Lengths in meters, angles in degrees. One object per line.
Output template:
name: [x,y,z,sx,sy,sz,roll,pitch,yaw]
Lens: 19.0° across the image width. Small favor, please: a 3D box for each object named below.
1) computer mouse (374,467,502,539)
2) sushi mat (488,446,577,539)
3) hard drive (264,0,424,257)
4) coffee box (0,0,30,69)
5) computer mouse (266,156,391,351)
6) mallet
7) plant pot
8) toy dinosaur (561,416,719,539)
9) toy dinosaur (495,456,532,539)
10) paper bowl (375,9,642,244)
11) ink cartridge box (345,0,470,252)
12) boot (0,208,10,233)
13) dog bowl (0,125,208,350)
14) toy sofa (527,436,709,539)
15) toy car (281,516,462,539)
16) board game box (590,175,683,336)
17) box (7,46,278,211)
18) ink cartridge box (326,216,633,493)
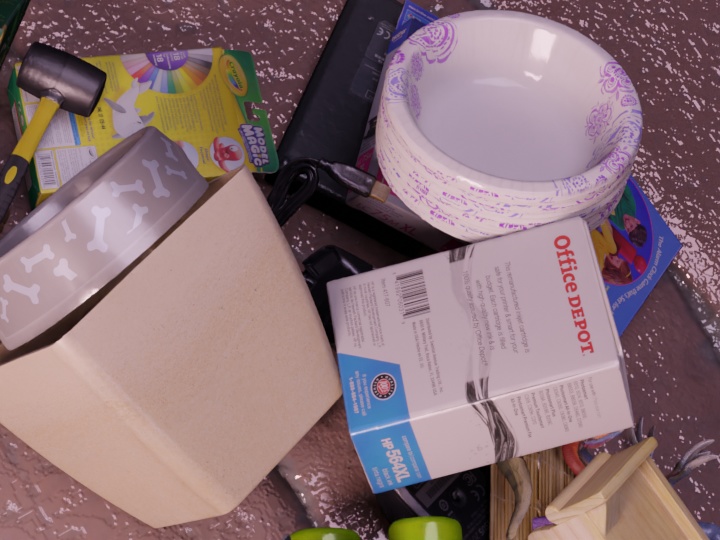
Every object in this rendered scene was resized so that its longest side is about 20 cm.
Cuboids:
computer mouse: [0.067,0.199,1.633,0.138,0.053,0.201,-32,87,-46]
sushi mat: [0.138,0.152,1.674,0.095,0.012,0.201,24,51,-26]
hard drive: [0.020,-0.126,1.776,0.139,0.033,0.201,27,60,-7]
coffee box: [-0.287,-0.150,1.567,0.044,0.200,0.124,25,104,-9]
computer mouse: [0.000,0.000,1.674,0.199,0.046,0.141,31,100,4]
mallet: [-0.258,-0.091,1.593,0.066,0.041,0.201,30,53,0]
plant pot: [-0.134,0.072,1.546,0.200,0.199,0.177,-44,102,-30]
toy dinosaur: [0.230,0.192,1.666,0.180,0.105,0.201,22,62,-9]
toy dinosaur: [0.110,0.107,1.629,0.047,0.088,0.201,25,27,-36]
paper bowl: [0.109,-0.097,1.649,0.199,0.105,0.202,6,49,-7]
ink cartridge box: [0.067,-0.119,1.744,0.119,0.042,0.201,26,60,-21]
boot: [-0.371,-0.011,1.578,0.165,0.073,0.201,25,64,8]
dog bowl: [-0.199,-0.028,1.544,0.200,0.200,0.059,-45,103,-30]
toy sofa: [0.224,0.234,1.612,0.083,0.097,0.201,-38,93,-40]
toy car: [-0.014,0.246,1.479,0.156,0.200,0.166,-8,71,19]
board game box: [0.167,-0.007,1.728,0.135,0.045,0.200,52,49,-13]
box: [-0.169,-0.112,1.694,0.198,0.048,0.118,-7,69,-20]
ink cartridge box: [0.086,0.060,1.556,0.198,0.085,0.147,-14,48,5]
